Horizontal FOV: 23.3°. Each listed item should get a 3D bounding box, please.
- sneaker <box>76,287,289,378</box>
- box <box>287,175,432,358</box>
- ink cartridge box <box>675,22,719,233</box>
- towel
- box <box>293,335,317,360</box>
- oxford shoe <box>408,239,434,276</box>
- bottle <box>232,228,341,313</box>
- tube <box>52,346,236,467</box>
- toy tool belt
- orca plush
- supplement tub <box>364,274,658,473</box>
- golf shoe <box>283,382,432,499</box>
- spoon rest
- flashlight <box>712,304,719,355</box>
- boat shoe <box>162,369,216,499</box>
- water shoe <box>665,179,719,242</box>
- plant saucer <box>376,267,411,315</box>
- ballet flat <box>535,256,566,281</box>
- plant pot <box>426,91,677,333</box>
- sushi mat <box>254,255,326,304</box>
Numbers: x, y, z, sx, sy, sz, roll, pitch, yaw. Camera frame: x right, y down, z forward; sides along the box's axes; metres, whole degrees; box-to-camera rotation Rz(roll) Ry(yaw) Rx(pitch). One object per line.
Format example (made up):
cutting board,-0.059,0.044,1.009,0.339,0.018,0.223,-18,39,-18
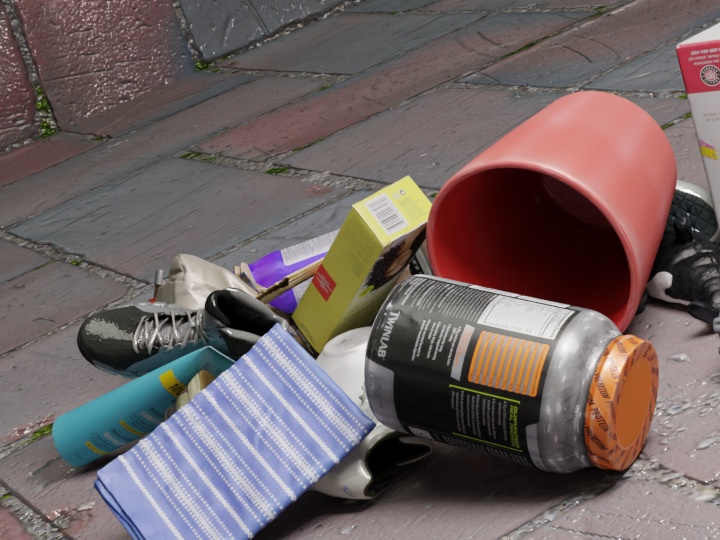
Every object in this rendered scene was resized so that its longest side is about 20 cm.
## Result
sneaker,-0.156,0.046,1.564,0.198,0.076,0.116,4,-27,-5
box,0.000,0.000,1.576,0.075,0.050,0.200,-30,-16,-33
ink cartridge box,0.381,-0.125,1.556,0.147,0.202,0.085,0,24,46
towel,-0.102,0.143,1.358,0.200,0.024,0.145,-40,48,-8
box,-0.089,0.111,1.631,0.198,0.021,0.163,-23,17,-16
oxford shoe,0.087,-0.015,1.649,0.084,0.073,0.200,-13,17,10
bottle,-0.070,0.008,1.859,0.198,0.066,0.084,-20,11,-1
tube,-0.189,0.119,1.579,0.199,0.051,0.077,-27,-30,24
toy tool belt,-0.142,0.052,1.735,0.122,0.126,0.200,10,-11,-16
orca plush,0.277,-0.008,1.525,0.104,0.072,0.200,-16,17,9
supplement tub,0.113,0.079,1.297,0.198,0.124,0.122,13,31,29
golf shoe,0.033,0.125,1.409,0.097,0.079,0.200,20,44,38
spoon rest,-0.029,0.107,1.512,0.099,0.061,0.199,-3,22,46
flashlight,0.365,0.036,1.303,0.198,0.068,0.068,-7,23,30
boat shoe,-0.133,0.162,1.459,0.065,0.073,0.200,-42,21,16
water shoe,0.270,-0.059,1.695,0.198,0.072,0.079,-1,16,36
plant saucer,0.089,0.007,1.751,0.198,0.032,0.200,-18,17,6
ballet flat,0.122,0.050,1.580,0.199,0.057,0.066,-34,45,-26
plant pot,0.180,-0.053,1.516,0.199,0.202,0.178,-6,30,36
sushi mat,-0.030,-0.008,1.654,0.199,0.012,0.095,-30,-1,-43
